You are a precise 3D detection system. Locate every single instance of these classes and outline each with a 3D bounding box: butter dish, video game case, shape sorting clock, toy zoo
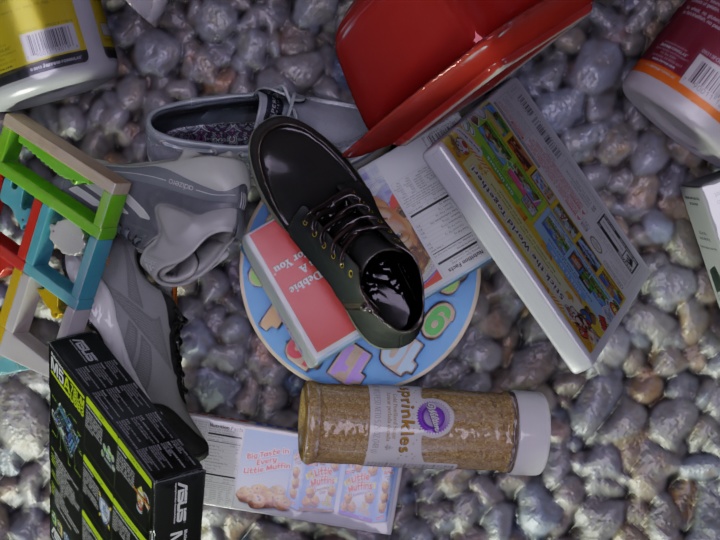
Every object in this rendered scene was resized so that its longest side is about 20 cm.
[{"bbox_3d":[0.061,-0.202,1.179,0.200,0.199,0.148,-36,90,-41],"label":"butter dish"},{"bbox_3d":[0.141,-0.041,1.231,0.023,0.182,0.201,-32,96,32],"label":"video game case"},{"bbox_3d":[0.000,0.000,1.297,0.198,0.039,0.202,0,93,-1],"label":"shape sorting clock"},{"bbox_3d":[-0.259,-0.006,1.256,0.131,0.020,0.201,32,111,29],"label":"toy zoo"}]

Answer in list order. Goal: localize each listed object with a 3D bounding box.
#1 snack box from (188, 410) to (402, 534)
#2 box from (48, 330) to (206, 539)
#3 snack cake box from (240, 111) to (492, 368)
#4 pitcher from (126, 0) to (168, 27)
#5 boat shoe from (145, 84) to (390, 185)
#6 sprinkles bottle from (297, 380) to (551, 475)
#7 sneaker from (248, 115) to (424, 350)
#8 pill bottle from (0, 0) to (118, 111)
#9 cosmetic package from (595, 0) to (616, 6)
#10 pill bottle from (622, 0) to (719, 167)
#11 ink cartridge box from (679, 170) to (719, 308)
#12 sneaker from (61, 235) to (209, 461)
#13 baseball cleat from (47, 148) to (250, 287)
[{"bbox_3d":[-0.066,0.166,1.312,0.198,0.024,0.072,10,91,-1],"label":"snack box"},{"bbox_3d":[-0.182,0.178,1.201,0.047,0.200,0.194,-10,122,-31],"label":"box"},{"bbox_3d":[0.019,-0.023,1.248,0.199,0.067,0.115,-30,87,-9],"label":"snack cake box"},{"bbox_3d":[-0.106,-0.307,1.250,0.199,0.121,0.173,-22,78,12],"label":"pitcher"},{"bbox_3d":[-0.074,-0.110,1.264,0.199,0.072,0.070,-5,59,1],"label":"boat shoe"},{"bbox_3d":[0.051,0.127,1.278,0.198,0.068,0.069,3,93,-8],"label":"sprinkles bottle"},{"bbox_3d":[-0.010,-0.037,1.158,0.075,0.106,0.201,-35,87,-9],"label":"sneaker"},{"bbox_3d":[-0.268,-0.234,1.246,0.111,0.112,0.201,-16,93,0],"label":"pill bottle"},{"bbox_3d":[0.129,-0.287,1.252,0.199,0.104,0.074,24,92,-3],"label":"cosmetic package"},{"bbox_3d":[0.309,-0.191,1.252,0.114,0.114,0.200,38,92,-2],"label":"pill bottle"},{"bbox_3d":[0.362,0.002,1.278,0.145,0.084,0.201,-20,94,1],"label":"ink cartridge box"},{"bbox_3d":[-0.168,0.060,1.273,0.079,0.074,0.201,-26,82,-8],"label":"sneaker"},{"bbox_3d":[-0.176,-0.038,1.237,0.199,0.070,0.107,-9,69,33],"label":"baseball cleat"}]
